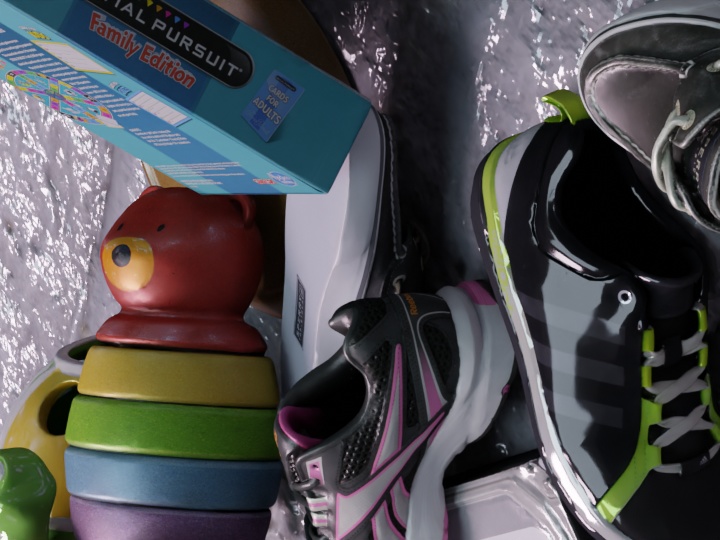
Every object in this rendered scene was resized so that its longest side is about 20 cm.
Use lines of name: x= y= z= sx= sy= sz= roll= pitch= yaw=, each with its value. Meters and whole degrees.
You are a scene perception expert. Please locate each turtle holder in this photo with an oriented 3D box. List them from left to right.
turtle holder: x=-0.140 y=0.107 z=1.265 sx=0.141 sy=0.185 sz=0.132 roll=20 pitch=113 yaw=53

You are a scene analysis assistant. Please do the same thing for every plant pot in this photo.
plant pot: x=-0.062 y=-0.063 z=1.176 sx=0.200 sy=0.027 sz=0.200 roll=35 pitch=137 yaw=41

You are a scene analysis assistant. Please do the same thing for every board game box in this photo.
board game box: x=-0.113 y=-0.099 z=1.013 sx=0.200 sy=0.047 sz=0.151 roll=31 pitch=169 yaw=-22

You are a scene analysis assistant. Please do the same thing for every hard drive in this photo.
hard drive: x=0.073 y=0.159 z=1.112 sx=0.200 sy=0.038 sz=0.140 roll=-25 pitch=89 yaw=60

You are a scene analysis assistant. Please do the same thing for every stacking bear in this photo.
stacking bear: x=-0.090 y=0.058 z=1.145 sx=0.121 sy=0.114 sz=0.200 roll=4 pitch=89 yaw=44

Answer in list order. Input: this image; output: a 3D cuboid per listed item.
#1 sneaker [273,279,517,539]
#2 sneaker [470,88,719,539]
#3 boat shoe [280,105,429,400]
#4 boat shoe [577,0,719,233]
sneaker: x=-0.005 y=0.085 z=1.085 sx=0.080 sy=0.086 sz=0.200 roll=-122 pitch=44 yaw=-52
sneaker: x=0.104 y=0.027 z=0.937 sx=0.083 sy=0.072 sz=0.200 roll=-30 pitch=85 yaw=58
boat shoe: x=0.000 y=0.000 z=1.095 sx=0.069 sy=0.057 sz=0.200 roll=-116 pitch=25 yaw=-42
boat shoe: x=0.137 y=-0.048 z=0.841 sx=0.200 sy=0.064 sz=0.071 roll=22 pitch=129 yaw=49
